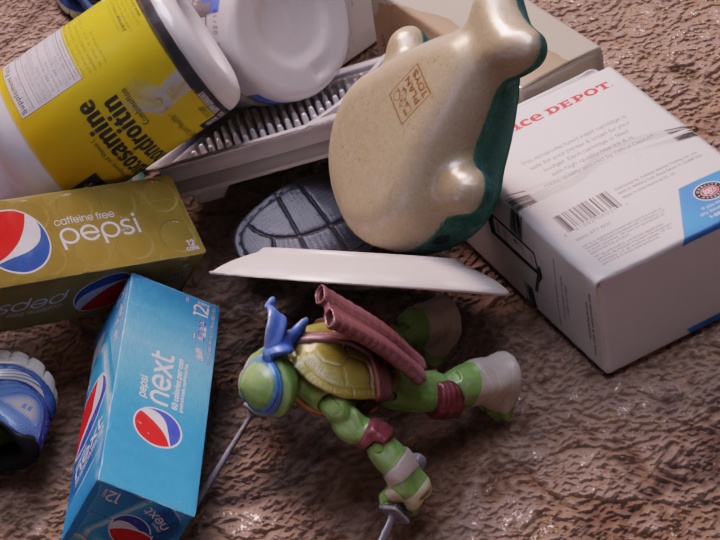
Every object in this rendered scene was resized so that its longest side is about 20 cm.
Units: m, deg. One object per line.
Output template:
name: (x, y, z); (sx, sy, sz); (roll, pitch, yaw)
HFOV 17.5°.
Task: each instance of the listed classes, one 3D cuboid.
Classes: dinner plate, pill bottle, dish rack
dinner plate: (0.000, 0.000, 1.537); (0.198, 0.024, 0.200); (3, -1, 0)
pill bottle: (-0.190, -0.108, 1.602); (0.199, 0.112, 0.112); (-34, 39, 6)
dish rack: (-0.043, -0.103, 1.700); (0.199, 0.044, 0.172); (-14, 17, 25)
pill bottle: (-0.110, -0.174, 1.738); (0.114, 0.114, 0.199); (-40, 22, -33)

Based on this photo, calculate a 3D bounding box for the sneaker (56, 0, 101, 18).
sneaker: (-0.210, -0.245, 1.934); (0.078, 0.090, 0.200); (-21, 39, -15)

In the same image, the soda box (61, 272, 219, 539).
soda box: (-0.139, 0.096, 1.496); (0.067, 0.064, 0.201); (23, 36, -15)

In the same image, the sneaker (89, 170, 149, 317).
sneaker: (-0.224, -0.040, 1.708); (0.139, 0.078, 0.201); (-12, 45, 26)

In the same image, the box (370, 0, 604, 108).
box: (0.096, -0.156, 1.754); (0.077, 0.096, 0.200); (-28, 40, -21)

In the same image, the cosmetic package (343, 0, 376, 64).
cosmetic package: (-0.029, -0.232, 1.886); (0.200, 0.082, 0.112); (-35, 45, -30)

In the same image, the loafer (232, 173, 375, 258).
loafer: (0.001, -0.041, 1.672); (0.199, 0.063, 0.072); (-27, 71, -14)

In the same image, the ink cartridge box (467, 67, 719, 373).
ink cartridge box: (0.169, -0.039, 1.598); (0.145, 0.085, 0.200); (-25, 40, -17)

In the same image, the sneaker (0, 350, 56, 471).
sneaker: (-0.298, 0.107, 1.514); (0.198, 0.079, 0.089); (-9, 36, 1)

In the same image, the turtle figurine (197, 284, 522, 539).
turtle figurine: (-0.005, 0.098, 1.477); (0.193, 0.202, 0.143); (-14, 11, -38)

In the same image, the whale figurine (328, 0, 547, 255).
whale figurine: (0.065, -0.098, 1.530); (0.103, 0.200, 0.160); (13, 40, -36)

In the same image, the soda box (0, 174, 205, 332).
soda box: (-0.209, -0.008, 1.556); (0.199, 0.064, 0.068); (-10, 62, -34)
